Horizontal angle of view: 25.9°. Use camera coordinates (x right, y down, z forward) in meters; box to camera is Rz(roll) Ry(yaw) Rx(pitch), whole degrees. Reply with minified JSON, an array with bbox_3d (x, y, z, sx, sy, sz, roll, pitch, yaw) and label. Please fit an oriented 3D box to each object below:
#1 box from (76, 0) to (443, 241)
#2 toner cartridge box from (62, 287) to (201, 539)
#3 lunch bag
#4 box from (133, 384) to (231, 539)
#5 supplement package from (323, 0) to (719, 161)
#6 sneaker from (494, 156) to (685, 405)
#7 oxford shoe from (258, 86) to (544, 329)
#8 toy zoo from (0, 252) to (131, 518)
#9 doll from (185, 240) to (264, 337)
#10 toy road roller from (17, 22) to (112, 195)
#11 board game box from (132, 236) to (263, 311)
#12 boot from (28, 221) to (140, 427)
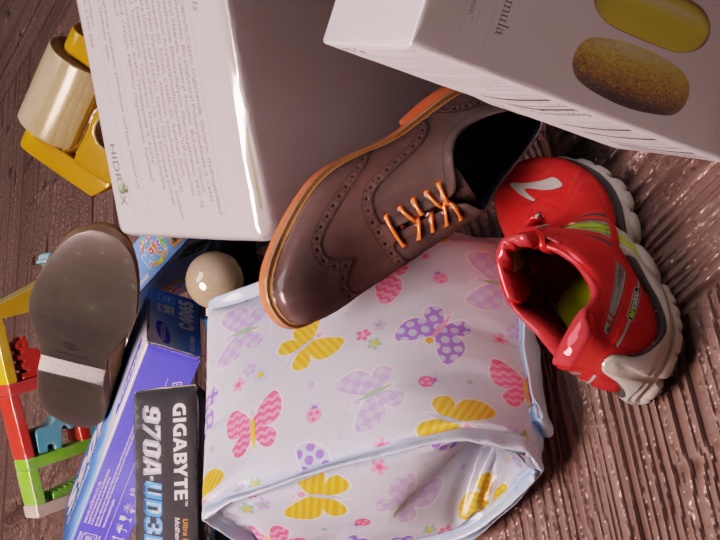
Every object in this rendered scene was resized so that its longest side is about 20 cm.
[{"bbox_3d":[-0.050,-0.136,1.017,0.171,0.199,0.200,5,108,51],"label":"box"},{"bbox_3d":[-0.172,0.122,1.169,0.095,0.043,0.200,-107,38,-65],"label":"toner cartridge box"},{"bbox_3d":[0.015,0.080,0.940,0.200,0.127,0.170,-22,46,18],"label":"lunch bag"},{"bbox_3d":[-0.109,0.191,1.060,0.159,0.046,0.200,61,-156,-70],"label":"box"},{"bbox_3d":[0.103,-0.139,0.817,0.110,0.200,0.114,20,94,64],"label":"supplement package"},{"bbox_3d":[0.109,-0.010,0.860,0.077,0.085,0.200,-60,29,23],"label":"sneaker"},{"bbox_3d":[0.024,-0.040,0.899,0.200,0.071,0.073,-46,27,-19],"label":"oxford shoe"},{"bbox_3d":[-0.234,0.084,1.265,0.020,0.131,0.200,-7,97,44],"label":"toy zoo"},{"bbox_3d":[-0.095,0.016,1.153,0.200,0.048,0.137,86,-167,-85],"label":"doll"},{"bbox_3d":[-0.190,-0.132,1.413,0.123,0.200,0.146,-60,-7,23],"label":"toy road roller"},{"bbox_3d":[-0.112,-0.037,1.248,0.037,0.151,0.200,56,137,9],"label":"board game box"},{"bbox_3d":[-0.190,0.024,1.115,0.200,0.074,0.075,110,179,-48],"label":"boot"}]
